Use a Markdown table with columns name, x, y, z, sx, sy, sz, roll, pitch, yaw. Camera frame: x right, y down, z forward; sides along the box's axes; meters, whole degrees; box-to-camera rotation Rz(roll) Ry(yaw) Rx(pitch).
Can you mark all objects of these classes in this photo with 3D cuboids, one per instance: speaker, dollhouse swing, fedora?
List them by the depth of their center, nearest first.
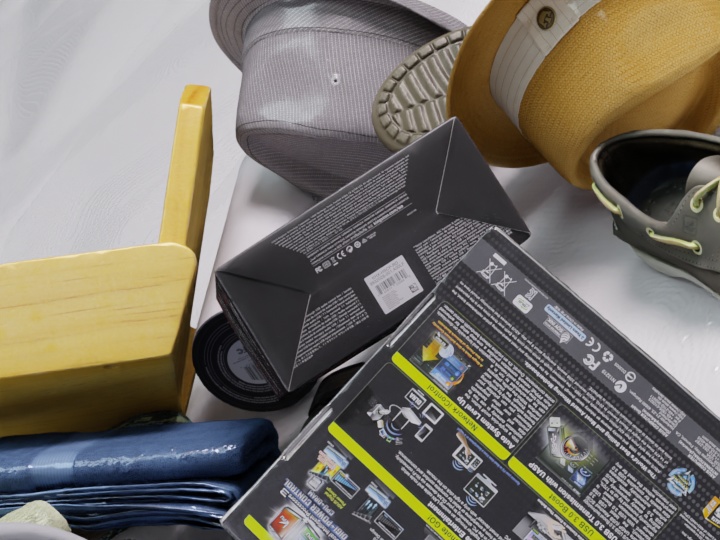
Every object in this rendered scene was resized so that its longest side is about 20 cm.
| name | x | y | z | sx | sy | sz | roll | pitch | yaw |
| --- | --- | --- | --- | --- | --- | --- | --- | --- | --- |
| fedora | 0.143 | -0.105 | 1.117 | 0.200 | 0.200 | 0.082 | -38 | 59 | 14 |
| dollhouse swing | -0.169 | -0.001 | 1.280 | 0.180 | 0.178 | 0.200 | -7 | -15 | -5 |
| fedora | -0.009 | -0.101 | 1.306 | 0.177 | 0.198 | 0.091 | 114 | 171 | -65 |
| speaker | -0.052 | -0.003 | 1.326 | 0.081 | 0.081 | 0.201 | -33 | 26 | 25 |

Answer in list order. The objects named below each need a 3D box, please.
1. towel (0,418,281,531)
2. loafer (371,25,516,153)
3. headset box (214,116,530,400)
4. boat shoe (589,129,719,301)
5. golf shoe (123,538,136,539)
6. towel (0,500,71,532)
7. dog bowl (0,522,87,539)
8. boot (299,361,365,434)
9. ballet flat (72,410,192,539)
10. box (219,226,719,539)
| name | x | y | z | sx | sy | sz | roll | pitch | yaw |
| --- | --- | --- | --- | --- | --- | --- | --- | --- | --- |
| towel | -0.148 | 0.119 | 1.190 | 0.198 | 0.049 | 0.112 | -5 | 5 | 12 |
| loafer | 0.103 | -0.111 | 1.228 | 0.198 | 0.068 | 0.077 | -22 | 63 | 1 |
| headset box | 0.000 | 0.000 | 1.132 | 0.148 | 0.075 | 0.200 | -33 | -2 | -5 |
| boat shoe | 0.175 | -0.029 | 1.007 | 0.072 | 0.060 | 0.201 | -48 | 23 | -9 |
| golf shoe | -0.164 | 0.200 | 1.169 | 0.199 | 0.078 | 0.095 | -11 | 39 | 55 |
| towel | -0.246 | 0.190 | 1.127 | 0.148 | 0.037 | 0.200 | -24 | -12 | -39 |
| dog bowl | -0.178 | 0.224 | 0.990 | 0.079 | 0.200 | 0.201 | -19 | 33 | 49 |
| boot | 0.000 | 0.119 | 1.053 | 0.200 | 0.069 | 0.175 | -32 | 24 | 53 |
| ballet flat | -0.179 | 0.141 | 1.315 | 0.199 | 0.074 | 0.075 | -22 | 30 | 25 |
| box | 0.071 | 0.107 | 0.797 | 0.160 | 0.200 | 0.044 | -47 | -18 | -6 |
